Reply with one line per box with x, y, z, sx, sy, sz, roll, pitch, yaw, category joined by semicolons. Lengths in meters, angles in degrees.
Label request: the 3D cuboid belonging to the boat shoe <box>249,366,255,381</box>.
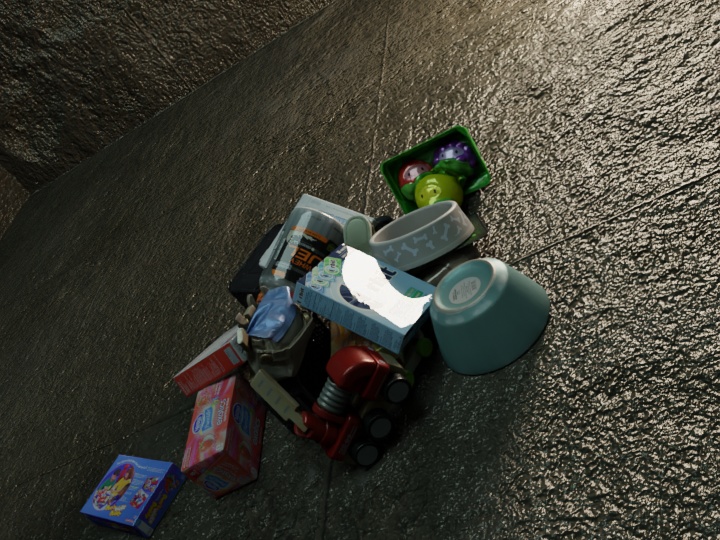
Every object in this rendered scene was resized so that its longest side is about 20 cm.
-0.165;0.184;1.677;0.066;0.074;0.200;-39;29;12;boat shoe

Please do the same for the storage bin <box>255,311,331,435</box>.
-0.094;0.171;1.547;0.094;0.135;0.200;-24;33;26;storage bin

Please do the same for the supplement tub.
-0.114;-0.009;1.671;0.122;0.122;0.201;2;63;50;supplement tub

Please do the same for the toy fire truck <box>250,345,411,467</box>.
-0.052;0.191;1.370;0.176;0.199;0.129;-64;29;11;toy fire truck

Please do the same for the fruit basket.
0.150;-0.181;1.757;0.215;0.156;0.216;-29;12;7;fruit basket

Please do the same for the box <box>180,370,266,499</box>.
-0.245;0.295;1.593;0.102;0.095;0.200;-29;31;21;box

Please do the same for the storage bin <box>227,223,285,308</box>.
-0.177;-0.002;1.912;0.135;0.094;0.200;-2;47;48;storage bin

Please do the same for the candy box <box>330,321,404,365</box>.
0.009;0.106;1.520;0.115;0.055;0.200;-27;30;15;candy box

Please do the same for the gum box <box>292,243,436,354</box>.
0.014;0.042;1.470;0.200;0.045;0.170;26;34;14;gum box

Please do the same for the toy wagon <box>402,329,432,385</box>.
0.057;0.140;1.517;0.155;0.040;0.200;-1;46;48;toy wagon

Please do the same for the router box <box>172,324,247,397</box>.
-0.245;0.147;1.716;0.179;0.049;0.200;-32;7;35;router box

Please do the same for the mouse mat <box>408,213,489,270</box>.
0.153;-0.056;1.625;0.160;0.008;0.200;-24;14;6;mouse mat

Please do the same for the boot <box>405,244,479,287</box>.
0.130;-0.005;1.617;0.146;0.070;0.200;-37;23;-13;boot

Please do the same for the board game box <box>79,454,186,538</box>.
-0.435;0.428;1.681;0.200;0.045;0.135;-5;44;45;board game box

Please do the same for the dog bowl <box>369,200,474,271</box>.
0.105;-0.064;1.603;0.200;0.059;0.200;-24;13;6;dog bowl

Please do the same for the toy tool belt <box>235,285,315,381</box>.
-0.143;0.081;1.460;0.125;0.123;0.200;-21;34;29;toy tool belt

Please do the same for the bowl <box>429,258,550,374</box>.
0.191;0.057;1.411;0.200;0.105;0.201;-28;30;18;bowl

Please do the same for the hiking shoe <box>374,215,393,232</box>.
0.030;-0.019;1.748;0.100;0.076;0.200;12;66;45;hiking shoe

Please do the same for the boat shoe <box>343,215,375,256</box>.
0.000;0.000;1.665;0.071;0.061;0.202;3;84;17;boat shoe

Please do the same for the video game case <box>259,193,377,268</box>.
-0.088;-0.054;1.776;0.200;0.024;0.182;22;74;36;video game case
